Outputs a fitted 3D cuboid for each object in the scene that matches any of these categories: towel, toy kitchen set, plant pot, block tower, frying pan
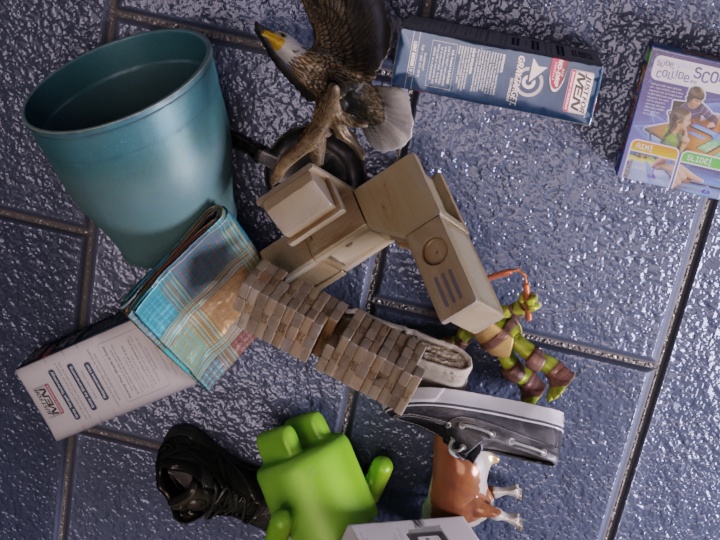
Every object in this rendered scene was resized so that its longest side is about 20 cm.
[{"bbox_3d":[-0.155,0.034,1.210,0.022,0.201,0.147,35,77,33],"label":"towel"},{"bbox_3d":[0.000,0.000,1.156,0.199,0.163,0.182,-31,64,18],"label":"toy kitchen set"},{"bbox_3d":[0.024,0.084,1.242,0.197,0.133,0.035,19,73,8],"label":"towel"},{"bbox_3d":[-0.215,-0.115,1.181,0.197,0.201,0.190,-11,124,12],"label":"plant pot"},{"bbox_3d":[-0.029,0.065,1.154,0.198,0.058,0.054,29,125,4],"label":"block tower"},{"bbox_3d":[-0.076,-0.125,1.238,0.190,0.031,0.115,44,109,-11],"label":"frying pan"}]

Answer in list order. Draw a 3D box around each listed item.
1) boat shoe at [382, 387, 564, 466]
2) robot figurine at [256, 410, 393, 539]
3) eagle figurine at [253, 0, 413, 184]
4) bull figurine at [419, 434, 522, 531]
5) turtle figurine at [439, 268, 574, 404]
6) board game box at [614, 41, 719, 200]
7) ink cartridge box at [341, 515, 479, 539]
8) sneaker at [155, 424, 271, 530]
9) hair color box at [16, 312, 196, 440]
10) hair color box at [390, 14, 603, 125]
[{"bbox_3d":[0.118,0.171,1.236,0.197,0.072,0.069,10,71,0],"label":"boat shoe"},{"bbox_3d":[-0.045,0.265,1.313,0.115,0.174,0.203,-24,87,51],"label":"robot figurine"},{"bbox_3d":[-0.038,-0.204,1.111,0.150,0.202,0.152,-15,135,11],"label":"eagle figurine"},{"bbox_3d":[0.126,0.237,1.318,0.119,0.065,0.203,3,111,6],"label":"bull figurine"},{"bbox_3d":[0.146,0.078,1.257,0.161,0.065,0.199,47,130,-9],"label":"turtle figurine"},{"bbox_3d":[0.369,-0.140,1.157,0.197,0.035,0.137,14,111,3],"label":"board game box"},{"bbox_3d":[0.061,0.338,1.269,0.198,0.067,0.117,4,121,-34],"label":"ink cartridge box"},{"bbox_3d":[-0.156,0.269,1.348,0.198,0.115,0.077,34,113,-7],"label":"sneaker"},{"bbox_3d":[-0.283,0.109,1.328,0.198,0.061,0.101,-22,106,15],"label":"hair color box"},{"bbox_3d":[0.134,-0.199,1.137,0.197,0.100,0.061,12,110,5],"label":"hair color box"}]
